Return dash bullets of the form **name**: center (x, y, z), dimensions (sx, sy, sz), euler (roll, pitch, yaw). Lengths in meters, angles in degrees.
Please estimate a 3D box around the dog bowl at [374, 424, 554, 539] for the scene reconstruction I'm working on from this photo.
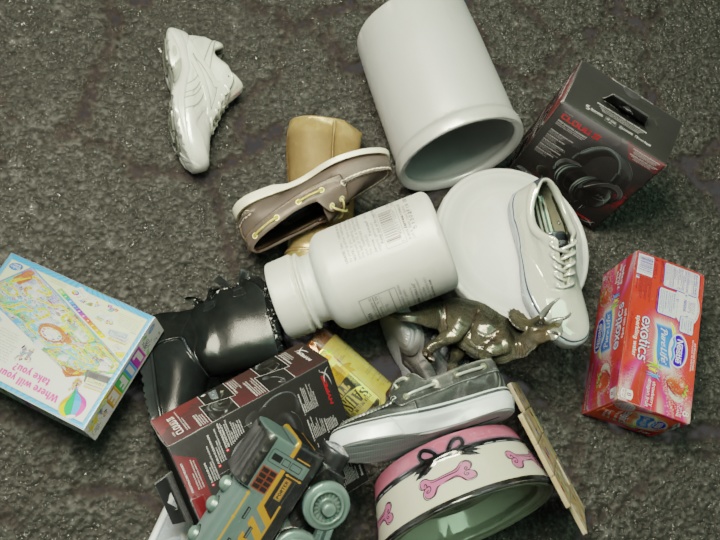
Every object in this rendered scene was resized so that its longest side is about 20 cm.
- **dog bowl**: center (0.101, 0.235, 0.851), dimensions (0.197, 0.201, 0.075), euler (-11, 58, -17)

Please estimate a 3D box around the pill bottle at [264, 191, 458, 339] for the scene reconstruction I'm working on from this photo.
- **pill bottle**: center (0.000, 0.000, 0.893), dimensions (0.197, 0.114, 0.116), euler (-21, 74, 3)

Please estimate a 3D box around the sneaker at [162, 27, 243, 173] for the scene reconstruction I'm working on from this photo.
- **sneaker**: center (-0.194, -0.218, 1.012), dimensions (0.098, 0.078, 0.203), euler (-3, 71, -18)

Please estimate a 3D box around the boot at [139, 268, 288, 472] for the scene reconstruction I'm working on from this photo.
- **boot**: center (-0.156, 0.107, 0.882), dimensions (0.160, 0.074, 0.201), euler (-17, 63, -7)

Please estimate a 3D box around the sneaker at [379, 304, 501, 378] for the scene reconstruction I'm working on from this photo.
- **sneaker**: center (0.101, 0.091, 0.966), dimensions (0.112, 0.075, 0.203), euler (-20, 81, -20)

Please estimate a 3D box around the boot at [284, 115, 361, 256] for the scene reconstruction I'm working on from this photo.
- **boot**: center (-0.012, -0.092, 1.012), dimensions (0.172, 0.066, 0.203), euler (7, 67, -11)

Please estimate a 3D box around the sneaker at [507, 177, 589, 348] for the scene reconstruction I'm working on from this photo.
- **sneaker**: center (0.221, -0.011, 0.929), dimensions (0.072, 0.071, 0.203), euler (-11, 73, -17)

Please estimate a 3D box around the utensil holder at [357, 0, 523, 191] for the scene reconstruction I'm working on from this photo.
- **utensil holder**: center (0.096, -0.233, 1.036), dimensions (0.167, 0.170, 0.203), euler (-14, 71, -17)

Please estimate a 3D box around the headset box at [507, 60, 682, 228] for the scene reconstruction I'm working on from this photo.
- **headset box**: center (0.297, -0.159, 1.028), dimensions (0.148, 0.200, 0.078), euler (31, 65, -1)

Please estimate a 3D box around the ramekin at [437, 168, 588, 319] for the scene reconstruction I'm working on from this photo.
- **ramekin**: center (0.177, -0.018, 1.012), dimensions (0.199, 0.094, 0.206), euler (4, 68, -11)

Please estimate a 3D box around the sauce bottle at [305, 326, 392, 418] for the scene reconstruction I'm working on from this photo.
- **sauce bottle**: center (0.013, 0.150, 0.925), dimensions (0.199, 0.066, 0.066), euler (39, 66, 6)

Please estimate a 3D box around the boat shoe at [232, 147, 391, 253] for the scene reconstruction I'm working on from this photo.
- **boat shoe**: center (-0.049, -0.082, 0.939), dimensions (0.197, 0.072, 0.060), euler (-22, 67, -4)

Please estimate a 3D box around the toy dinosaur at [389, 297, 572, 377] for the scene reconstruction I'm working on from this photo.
- **toy dinosaur**: center (0.128, 0.073, 0.908), dimensions (0.197, 0.077, 0.103), euler (14, 60, 22)

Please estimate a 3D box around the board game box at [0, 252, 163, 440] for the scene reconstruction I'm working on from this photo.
- **board game box**: center (-0.329, 0.076, 0.856), dimensions (0.197, 0.034, 0.136), euler (22, 65, 16)

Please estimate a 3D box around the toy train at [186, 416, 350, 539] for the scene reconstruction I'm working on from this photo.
- **toy train**: center (-0.094, 0.235, 0.747), dimensions (0.113, 0.085, 0.201), euler (35, 87, -17)

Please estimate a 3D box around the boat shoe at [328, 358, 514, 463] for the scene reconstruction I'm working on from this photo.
- **boat shoe**: center (0.058, 0.142, 0.825), dimensions (0.197, 0.072, 0.072), euler (-12, 59, -13)

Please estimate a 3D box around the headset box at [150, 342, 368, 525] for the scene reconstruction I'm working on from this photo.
- **headset box**: center (-0.108, 0.189, 0.817), dimensions (0.198, 0.077, 0.151), euler (-26, 110, -21)

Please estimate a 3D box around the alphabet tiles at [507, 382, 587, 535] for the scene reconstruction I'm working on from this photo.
- **alphabet tiles**: center (0.207, 0.201, 0.891), dimensions (0.007, 0.200, 0.169), euler (-28, 77, 9)

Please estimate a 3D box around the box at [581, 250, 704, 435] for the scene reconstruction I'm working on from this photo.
- **box**: center (0.356, 0.093, 1.010), dimensions (0.098, 0.096, 0.203), euler (18, 67, -5)

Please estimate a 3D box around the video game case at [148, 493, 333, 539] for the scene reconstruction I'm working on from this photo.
- **video game case**: center (-0.113, 0.252, 0.880), dimensions (0.180, 0.023, 0.202), euler (25, 66, -3)
